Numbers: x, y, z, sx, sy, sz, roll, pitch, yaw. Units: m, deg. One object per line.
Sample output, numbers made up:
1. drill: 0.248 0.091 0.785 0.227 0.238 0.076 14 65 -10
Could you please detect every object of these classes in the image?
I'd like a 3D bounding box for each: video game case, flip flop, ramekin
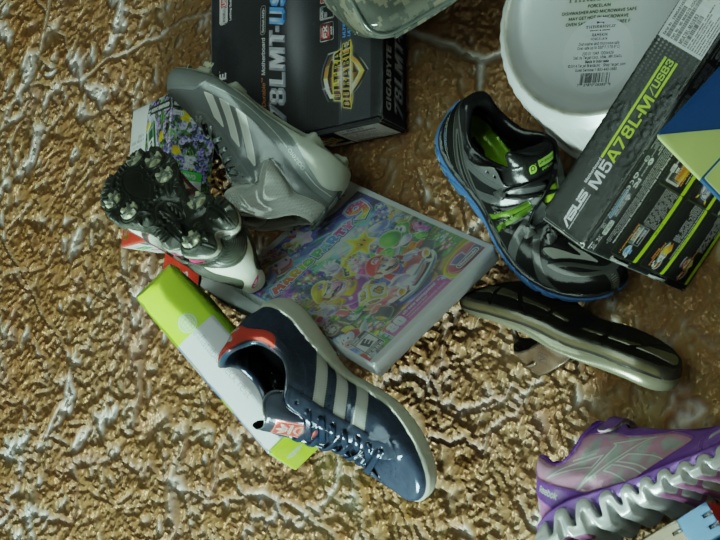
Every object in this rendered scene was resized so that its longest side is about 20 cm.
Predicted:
1. video game case: 0.000 0.000 1.201 0.143 0.018 0.199 -43 41 -18
2. flip flop: 0.157 0.058 1.124 0.199 0.081 0.058 24 116 33
3. ramekin: 0.202 -0.183 1.115 0.198 0.105 0.203 -7 77 32

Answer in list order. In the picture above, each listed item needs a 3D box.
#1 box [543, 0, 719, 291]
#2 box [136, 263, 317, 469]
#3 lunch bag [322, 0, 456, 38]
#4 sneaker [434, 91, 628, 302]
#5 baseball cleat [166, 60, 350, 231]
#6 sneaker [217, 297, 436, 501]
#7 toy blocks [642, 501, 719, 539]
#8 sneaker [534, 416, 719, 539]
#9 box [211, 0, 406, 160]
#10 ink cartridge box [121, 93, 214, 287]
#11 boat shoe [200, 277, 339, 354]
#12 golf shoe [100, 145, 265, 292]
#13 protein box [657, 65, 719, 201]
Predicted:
1. box: 0.235 -0.092 1.022 0.047 0.192 0.201 38 103 30
2. box: -0.098 0.091 1.227 0.048 0.122 0.200 -41 74 -3
3. lunch bag: 0.038 -0.287 1.188 0.199 0.168 0.140 -33 105 -4
4. sneaker: 0.132 -0.057 1.130 0.200 0.070 0.083 51 153 15
5. baseball cleat: -0.107 -0.103 1.262 0.199 0.070 0.107 30 76 21
6. sneaker: -0.031 0.115 1.115 0.200 0.084 0.075 42 138 16
7. toy blocks: 0.239 0.261 1.021 0.136 0.100 0.201 -33 64 12
8. sneaker: 0.207 0.143 1.070 0.199 0.080 0.089 -29 54 26
9. box: -0.050 -0.210 1.327 0.196 0.049 0.203 -7 77 32
10. ink cartridge box: -0.184 -0.057 1.359 0.109 0.050 0.203 -8 75 62
11. boat shoe: -0.054 0.022 1.271 0.198 0.072 0.066 18 81 38
12. golf shoe: -0.157 -0.039 1.249 0.077 0.088 0.200 -45 43 -8
13. protein box: 0.337 -0.096 0.947 0.199 0.199 0.135 -48 59 16
